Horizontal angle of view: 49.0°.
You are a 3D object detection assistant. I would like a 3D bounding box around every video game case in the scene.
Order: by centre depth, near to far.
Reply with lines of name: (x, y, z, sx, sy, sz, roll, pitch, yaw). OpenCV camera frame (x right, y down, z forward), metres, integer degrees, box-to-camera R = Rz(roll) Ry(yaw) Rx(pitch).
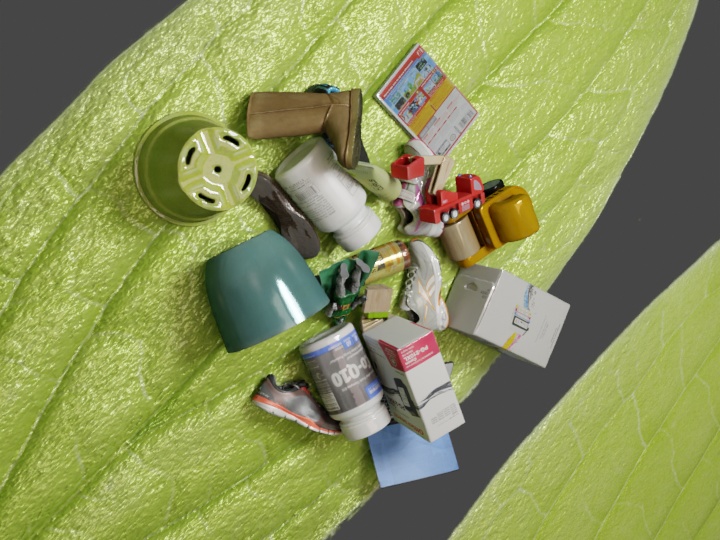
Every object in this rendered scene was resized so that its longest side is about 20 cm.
video game case: (0.135, -0.330, 1.580, 0.200, 0.017, 0.143, 43, 77, -24)

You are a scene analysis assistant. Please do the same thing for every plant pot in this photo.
plant pot: (-0.260, -0.168, 1.311, 0.199, 0.184, 0.202, -3, 98, -25)
plant pot: (-0.176, 0.025, 1.377, 0.200, 0.200, 0.162, -28, 96, -21)

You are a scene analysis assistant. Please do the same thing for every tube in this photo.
tube: (0.020, -0.170, 1.445, 0.058, 0.200, 0.052, -29, 74, 14)

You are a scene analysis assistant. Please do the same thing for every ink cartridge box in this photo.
ink cartridge box: (0.098, 0.201, 1.479, 0.084, 0.145, 0.201, -27, 109, -20)
ink cartridge box: (0.294, 0.090, 1.638, 0.199, 0.147, 0.145, 26, 85, -26)

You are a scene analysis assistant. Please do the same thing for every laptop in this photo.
laptop: (0.114, 0.306, 1.587, 0.186, 0.116, 0.201, -6, 124, -26)

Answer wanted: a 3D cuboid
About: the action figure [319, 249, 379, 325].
action figure: (-0.029, 0.045, 1.466, 0.118, 0.200, 0.055, -15, 62, -18)

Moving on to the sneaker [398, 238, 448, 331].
sneaker: (0.114, 0.038, 1.586, 0.092, 0.076, 0.201, -18, 103, -19)

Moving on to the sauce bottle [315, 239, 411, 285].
sauce bottle: (0.000, 0.000, 1.526, 0.199, 0.066, 0.066, -23, 106, -21)

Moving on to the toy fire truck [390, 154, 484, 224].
toy fire truck: (0.152, -0.166, 1.498, 0.199, 0.049, 0.142, -25, 116, -34)

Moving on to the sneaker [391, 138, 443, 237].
sneaker: (0.106, -0.156, 1.551, 0.088, 0.081, 0.201, -13, 101, -26)

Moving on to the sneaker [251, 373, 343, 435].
sneaker: (-0.104, 0.253, 1.503, 0.199, 0.077, 0.082, 27, 78, -27)

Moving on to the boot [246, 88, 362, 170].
boot: (-0.098, -0.242, 1.367, 0.199, 0.066, 0.176, -1, 54, 8)

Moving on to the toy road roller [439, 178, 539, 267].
toy road roller: (0.267, -0.097, 1.601, 0.200, 0.146, 0.123, -32, 109, -19)

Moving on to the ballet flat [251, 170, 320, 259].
ballet flat: (-0.140, -0.104, 1.457, 0.067, 0.046, 0.200, -32, 115, 16)

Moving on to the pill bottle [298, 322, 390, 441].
pill bottle: (-0.026, 0.210, 1.492, 0.113, 0.114, 0.201, -27, 95, -21)

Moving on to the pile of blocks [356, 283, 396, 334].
pile of blocks: (0.031, 0.111, 1.551, 0.082, 0.062, 0.201, -25, 118, -21)

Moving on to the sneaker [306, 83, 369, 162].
sneaker: (-0.035, -0.252, 1.469, 0.073, 0.082, 0.201, -38, 112, -19)

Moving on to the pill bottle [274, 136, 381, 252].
pill bottle: (-0.055, -0.135, 1.456, 0.114, 0.114, 0.200, -46, 113, -14)
